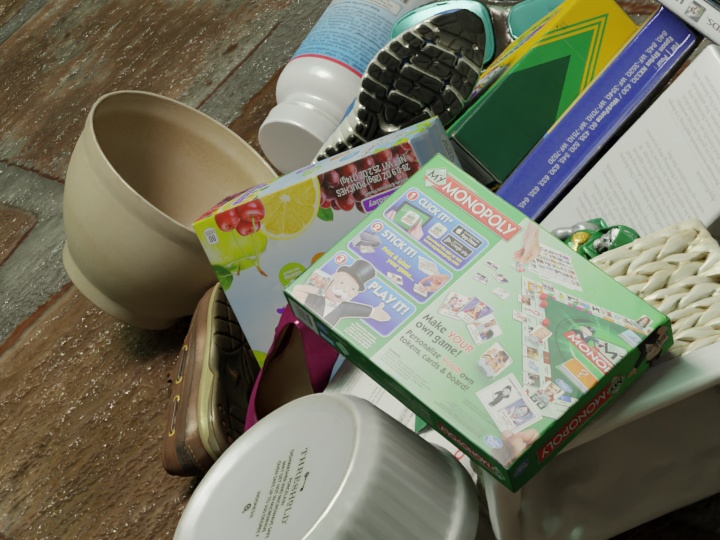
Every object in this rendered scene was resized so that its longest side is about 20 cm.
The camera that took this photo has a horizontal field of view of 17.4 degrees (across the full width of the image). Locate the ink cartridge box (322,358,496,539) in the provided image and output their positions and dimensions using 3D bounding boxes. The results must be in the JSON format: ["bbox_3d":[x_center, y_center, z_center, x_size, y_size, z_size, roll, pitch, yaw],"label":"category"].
[{"bbox_3d":[0.059,0.116,1.605,0.199,0.085,0.146,-1,47,48],"label":"ink cartridge box"}]

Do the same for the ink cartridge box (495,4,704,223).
[{"bbox_3d":[0.170,-0.109,1.702,0.198,0.047,0.200,-48,-6,12],"label":"ink cartridge box"}]

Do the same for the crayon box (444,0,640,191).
[{"bbox_3d":[0.114,-0.127,1.836,0.173,0.058,0.200,-49,6,-17],"label":"crayon box"}]

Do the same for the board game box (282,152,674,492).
[{"bbox_3d":[0.067,0.027,1.389,0.134,0.029,0.200,-40,53,-16],"label":"board game box"}]

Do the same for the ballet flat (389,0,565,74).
[{"bbox_3d":[0.125,-0.201,1.991,0.199,0.072,0.072,-8,39,24],"label":"ballet flat"}]

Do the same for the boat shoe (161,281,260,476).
[{"bbox_3d":[-0.124,0.084,1.862,0.067,0.072,0.201,-23,35,20],"label":"boat shoe"}]

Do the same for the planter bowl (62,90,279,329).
[{"bbox_3d":[-0.171,-0.036,1.991,0.135,0.199,0.201,-55,21,26],"label":"planter bowl"}]

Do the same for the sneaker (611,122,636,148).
[{"bbox_3d":[0.224,-0.050,1.635,0.201,0.078,0.096,-95,25,-50],"label":"sneaker"}]

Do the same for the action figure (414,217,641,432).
[{"bbox_3d":[0.102,0.016,1.527,0.199,0.055,0.119,-28,50,34],"label":"action figure"}]

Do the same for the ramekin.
[{"bbox_3d":[-0.031,0.166,1.460,0.202,0.094,0.203,-35,27,21],"label":"ramekin"}]

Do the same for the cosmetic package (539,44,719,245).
[{"bbox_3d":[0.204,-0.037,1.522,0.200,0.071,0.102,-47,49,29],"label":"cosmetic package"}]

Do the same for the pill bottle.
[{"bbox_3d":[-0.005,-0.170,2.053,0.108,0.109,0.200,-3,44,45],"label":"pill bottle"}]

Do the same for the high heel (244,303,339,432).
[{"bbox_3d":[-0.059,0.084,1.702,0.096,0.067,0.201,-30,-30,-52],"label":"high heel"}]

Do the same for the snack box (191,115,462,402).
[{"bbox_3d":[0.000,0.000,1.740,0.199,0.170,0.068,-18,13,30],"label":"snack box"}]

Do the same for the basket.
[{"bbox_3d":[0.152,0.073,1.436,0.199,0.136,0.124,-22,55,-6],"label":"basket"}]

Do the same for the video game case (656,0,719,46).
[{"bbox_3d":[0.236,-0.191,1.671,0.182,0.200,0.023,39,103,20],"label":"video game case"}]

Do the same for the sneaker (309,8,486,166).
[{"bbox_3d":[0.029,-0.132,1.805,0.200,0.078,0.089,-48,10,34],"label":"sneaker"}]
